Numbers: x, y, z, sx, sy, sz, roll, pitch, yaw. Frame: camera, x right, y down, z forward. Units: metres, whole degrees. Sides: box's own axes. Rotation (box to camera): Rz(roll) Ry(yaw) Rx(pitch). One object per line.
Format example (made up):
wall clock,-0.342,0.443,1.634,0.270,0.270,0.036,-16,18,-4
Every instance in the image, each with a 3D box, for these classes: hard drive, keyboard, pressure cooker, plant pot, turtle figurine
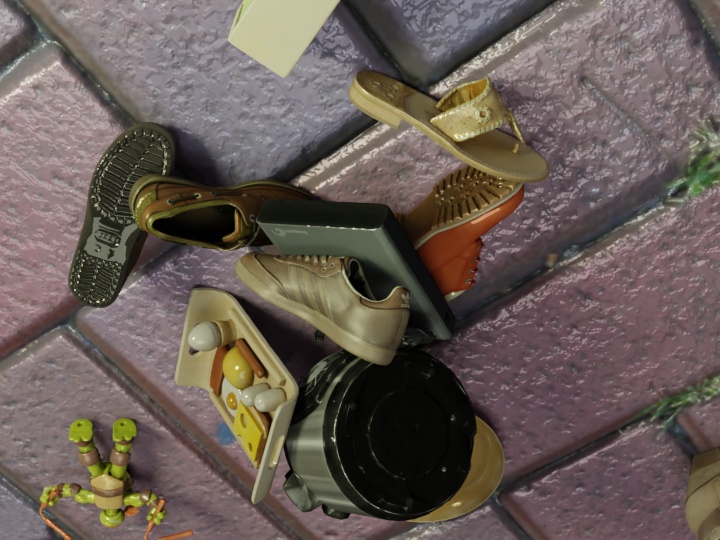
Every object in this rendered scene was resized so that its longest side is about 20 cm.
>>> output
hard drive,0.000,0.000,1.061,0.138,0.033,0.200,5,149,29
keyboard,0.006,0.071,1.115,0.126,0.200,0.021,10,80,-2
pressure cooker,0.008,0.175,1.136,0.174,0.181,0.200,4,171,-22
plant pot,0.075,0.227,1.298,0.198,0.028,0.202,1,124,1
turtle figurine,-0.300,0.259,1.313,0.198,0.065,0.163,7,118,8

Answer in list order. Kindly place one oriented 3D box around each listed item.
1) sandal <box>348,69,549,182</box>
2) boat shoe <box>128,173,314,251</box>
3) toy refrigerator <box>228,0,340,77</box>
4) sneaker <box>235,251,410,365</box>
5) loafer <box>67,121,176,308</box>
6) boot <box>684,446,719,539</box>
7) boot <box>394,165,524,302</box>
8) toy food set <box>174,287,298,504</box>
sandal,0.097,-0.153,1.005,0.210,0.078,0.070,22,127,-6
boat shoe,-0.126,-0.047,1.055,0.198,0.068,0.073,0,119,-27
toy refrigerator,-0.037,-0.275,0.927,0.070,0.076,0.200,30,121,-17
sneaker,-0.032,0.015,1.013,0.070,0.199,0.076,18,100,-58
loafer,-0.243,-0.062,1.090,0.073,0.071,0.201,27,106,-6
boot,0.463,0.243,1.219,0.199,0.147,0.070,-33,116,22
boot,0.102,-0.033,1.095,0.199,0.075,0.107,-32,121,32
toy food set,-0.142,0.133,1.155,0.060,0.200,0.145,-9,132,-33
